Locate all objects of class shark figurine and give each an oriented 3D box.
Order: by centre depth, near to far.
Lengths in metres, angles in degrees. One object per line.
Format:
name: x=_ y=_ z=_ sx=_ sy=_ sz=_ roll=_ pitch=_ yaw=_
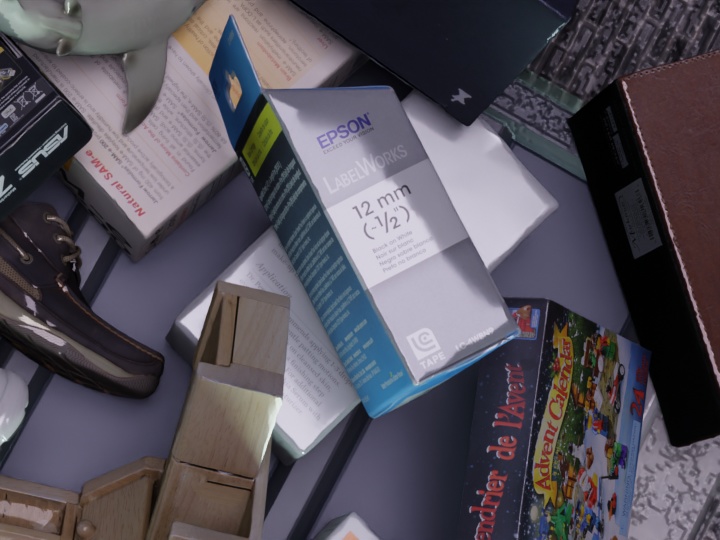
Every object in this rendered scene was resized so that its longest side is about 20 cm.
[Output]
shark figurine: x=-0.164 y=-0.148 z=1.292 sx=0.089 sy=0.214 sz=0.129 roll=30 pitch=107 yaw=37

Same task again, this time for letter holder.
letter holder: x=0.223 y=-0.020 z=1.409 sx=0.141 sy=0.101 sz=0.201 roll=-16 pitch=84 yaw=-13

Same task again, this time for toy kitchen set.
toy kitchen set: x=-0.142 y=0.120 z=1.243 sx=0.179 sy=0.201 sz=0.164 roll=13 pitch=36 yaw=-9

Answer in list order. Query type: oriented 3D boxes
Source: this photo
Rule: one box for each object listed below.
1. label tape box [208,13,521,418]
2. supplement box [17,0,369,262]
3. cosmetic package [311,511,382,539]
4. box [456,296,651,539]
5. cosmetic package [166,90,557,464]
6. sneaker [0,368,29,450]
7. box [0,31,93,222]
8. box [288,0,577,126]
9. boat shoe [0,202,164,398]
label tape box: x=-0.004 y=-0.034 z=1.262 sx=0.066 sy=0.143 sz=0.201 roll=-25 pitch=85 yaw=-12
supplement box: x=-0.090 y=-0.119 z=1.385 sx=0.200 sy=0.074 sz=0.126 roll=-41 pitch=88 yaw=-14
cosmetic package: x=-0.041 y=0.235 z=1.338 sx=0.101 sy=0.071 sz=0.200 roll=43 pitch=78 yaw=-1
box: x=0.102 y=0.126 z=1.350 sx=0.037 sy=0.136 sz=0.201 roll=2 pitch=78 yaw=30
cosmetic package: x=0.000 y=0.000 z=1.374 sx=0.200 sy=0.071 sz=0.101 roll=-43 pitch=89 yaw=-12
sneaker: x=-0.266 y=0.095 z=1.276 sx=0.200 sy=0.074 sz=0.080 roll=-38 pitch=119 yaw=7
box: x=-0.259 y=-0.059 z=1.306 sx=0.200 sy=0.049 sz=0.161 roll=-44 pitch=59 yaw=-2
box: x=0.053 y=-0.203 z=1.357 sx=0.148 sy=0.104 sz=0.201 roll=33 pitch=46 yaw=-11
boat shoe: x=-0.184 y=-0.005 z=1.352 sx=0.199 sy=0.074 sz=0.074 roll=34 pitch=78 yaw=-4
